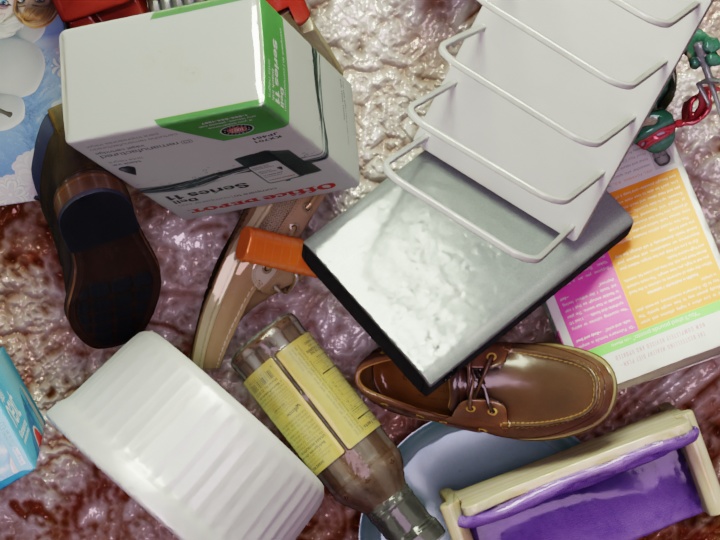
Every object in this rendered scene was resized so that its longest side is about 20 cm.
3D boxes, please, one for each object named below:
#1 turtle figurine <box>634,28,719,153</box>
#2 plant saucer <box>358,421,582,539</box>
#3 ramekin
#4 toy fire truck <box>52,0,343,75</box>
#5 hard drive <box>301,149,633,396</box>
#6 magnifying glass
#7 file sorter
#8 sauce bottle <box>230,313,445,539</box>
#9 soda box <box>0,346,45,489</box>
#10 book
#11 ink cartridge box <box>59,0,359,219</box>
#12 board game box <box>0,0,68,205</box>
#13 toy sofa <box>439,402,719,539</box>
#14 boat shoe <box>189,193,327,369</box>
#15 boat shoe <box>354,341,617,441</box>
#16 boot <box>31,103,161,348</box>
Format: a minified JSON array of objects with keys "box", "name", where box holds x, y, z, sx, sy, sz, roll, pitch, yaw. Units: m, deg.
[{"box":[0.182,-0.151,1.660,0.149,0.101,0.201,-29,87,12],"name":"turtle figurine"},{"box":[0.096,0.201,1.742,0.199,0.027,0.202,0,95,-4],"name":"plant saucer"},{"box":[-0.119,0.134,1.635,0.200,0.200,0.098,42,84,-7],"name":"ramekin"},{"box":[-0.105,-0.189,1.597,0.175,0.129,0.201,-15,112,24],"name":"toy fire truck"},{"box":[0.077,-0.023,1.645,0.200,0.033,0.140,-37,74,-18],"name":"hard drive"},{"box":[0.000,0.000,1.680,0.199,0.022,0.080,13,94,-32],"name":"magnifying glass"},{"box":[0.120,-0.125,1.551,0.138,0.124,0.201,32,114,10],"name":"file sorter"},{"box":[-0.014,0.127,1.690,0.065,0.065,0.200,-36,86,-1],"name":"sauce bottle"},{"box":[-0.266,0.109,1.613,0.064,0.200,0.068,-29,98,-2],"name":"soda box"},{"box":[0.188,-0.018,1.690,0.133,0.048,0.201,-19,76,-2],"name":"book"},{"box":[-0.098,-0.108,1.570,0.146,0.200,0.084,-10,74,17],"name":"ink cartridge box"},{"box":[-0.304,-0.140,1.641,0.199,0.043,0.200,-9,113,-4],"name":"board game box"},{"box":[0.163,0.173,1.683,0.199,0.098,0.083,-21,96,-4],"name":"toy sofa"},{"box":[-0.066,-0.012,1.685,0.064,0.071,0.201,25,92,-6],"name":"boat shoe"},{"box":[0.087,0.086,1.661,0.199,0.067,0.073,2,89,30],"name":"boat shoe"},{"box":[-0.191,-0.031,1.651,0.074,0.201,0.097,-14,56,-12],"name":"boot"}]
